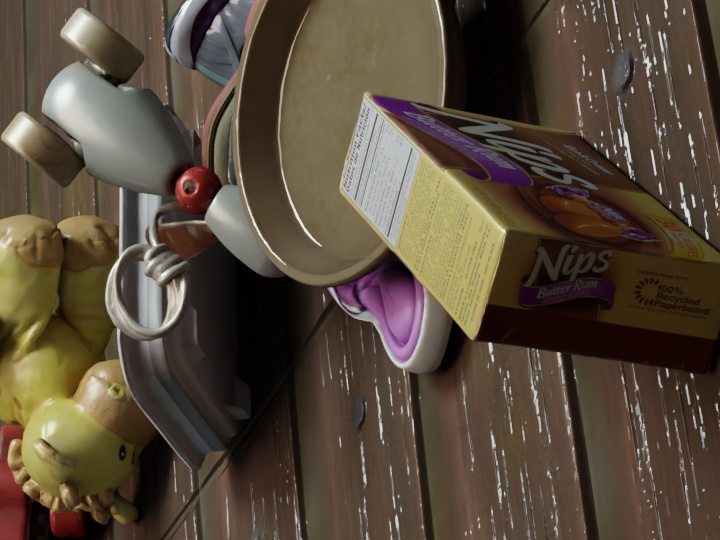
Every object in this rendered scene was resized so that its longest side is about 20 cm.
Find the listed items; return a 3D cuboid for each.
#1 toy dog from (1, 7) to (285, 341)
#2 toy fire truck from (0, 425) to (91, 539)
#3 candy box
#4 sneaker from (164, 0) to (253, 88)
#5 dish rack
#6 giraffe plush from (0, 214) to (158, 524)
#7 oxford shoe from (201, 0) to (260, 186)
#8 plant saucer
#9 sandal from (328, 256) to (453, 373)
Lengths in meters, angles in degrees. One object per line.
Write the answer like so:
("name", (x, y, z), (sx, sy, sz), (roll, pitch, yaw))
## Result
("toy dog", (-0.114, -0.058, 1.696), (0.201, 0.132, 0.096), (56, -173, 13))
("toy fire truck", (-0.246, 0.216, 2.104), (0.168, 0.111, 0.201), (88, -177, -69))
("candy box", (0.076, -0.019, 1.336), (0.200, 0.116, 0.057), (-128, 51, -62))
("sneaker", (-0.031, -0.190, 1.770), (0.200, 0.087, 0.074), (-54, -5, 17))
("dish rack", (-0.105, 0.006, 1.799), (0.172, 0.043, 0.201), (59, -155, -60))
("giraffe plush", (-0.201, 0.083, 1.980), (0.162, 0.172, 0.201), (52, 122, 33))
("oxford shoe", (-0.043, -0.087, 1.731), (0.075, 0.070, 0.201), (51, 140, 38))
("plant saucer", (-0.004, -0.090, 1.568), (0.200, 0.029, 0.202), (-10, 78, 54))
("sandal", (0.002, -0.007, 1.608), (0.203, 0.049, 0.083), (-137, 58, -65))
